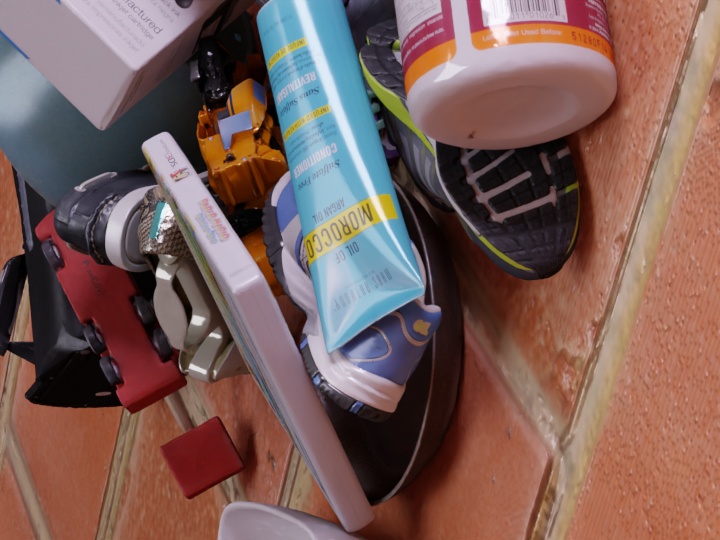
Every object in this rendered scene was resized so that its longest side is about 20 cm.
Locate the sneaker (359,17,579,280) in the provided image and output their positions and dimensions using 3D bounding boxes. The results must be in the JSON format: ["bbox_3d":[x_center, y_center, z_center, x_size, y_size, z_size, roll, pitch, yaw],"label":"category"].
[{"bbox_3d":[0.066,-0.059,1.474,0.081,0.074,0.200,76,169,-46],"label":"sneaker"}]

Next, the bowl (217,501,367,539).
[{"bbox_3d":[-0.029,0.246,1.664,0.200,0.074,0.200,-177,88,-67],"label":"bowl"}]

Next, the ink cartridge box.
[{"bbox_3d":[-0.146,-0.212,1.764,0.145,0.200,0.084,43,145,3],"label":"ink cartridge box"}]

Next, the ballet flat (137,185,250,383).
[{"bbox_3d":[-0.103,0.026,1.746,0.200,0.068,0.075,65,-144,-50],"label":"ballet flat"}]

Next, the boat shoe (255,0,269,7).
[{"bbox_3d":[-0.083,-0.215,1.643,0.200,0.070,0.066,40,127,20],"label":"boat shoe"}]

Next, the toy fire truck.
[{"bbox_3d":[-0.152,0.054,1.857,0.200,0.049,0.141,62,179,13],"label":"toy fire truck"}]

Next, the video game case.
[{"bbox_3d":[-0.061,0.036,1.607,0.182,0.023,0.200,54,171,53],"label":"video game case"}]

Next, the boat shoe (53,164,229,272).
[{"bbox_3d":[-0.132,-0.040,1.801,0.060,0.200,0.076,17,97,24],"label":"boat shoe"}]

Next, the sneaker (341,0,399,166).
[{"bbox_3d":[0.022,-0.120,1.587,0.200,0.074,0.088,119,135,-66],"label":"sneaker"}]

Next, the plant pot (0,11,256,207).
[{"bbox_3d":[-0.152,-0.146,1.873,0.135,0.200,0.201,-29,60,39],"label":"plant pot"}]

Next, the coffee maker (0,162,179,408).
[{"bbox_3d":[-0.186,-0.017,2.032,0.192,0.135,0.200,-26,64,38],"label":"coffee maker"}]

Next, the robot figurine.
[{"bbox_3d":[-0.067,-0.070,1.728,0.200,0.058,0.145,-98,-9,-61],"label":"robot figurine"}]

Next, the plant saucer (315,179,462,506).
[{"bbox_3d":[0.017,0.042,1.619,0.200,0.032,0.201,-178,90,-69],"label":"plant saucer"}]

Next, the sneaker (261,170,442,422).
[{"bbox_3d":[0.000,0.000,1.554,0.077,0.076,0.200,-51,38,22],"label":"sneaker"}]

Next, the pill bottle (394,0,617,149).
[{"bbox_3d":[0.068,-0.173,1.402,0.110,0.109,0.200,135,133,-60],"label":"pill bottle"}]

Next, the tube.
[{"bbox_3d":[-0.013,-0.060,1.498,0.077,0.050,0.200,-35,60,41],"label":"tube"}]
